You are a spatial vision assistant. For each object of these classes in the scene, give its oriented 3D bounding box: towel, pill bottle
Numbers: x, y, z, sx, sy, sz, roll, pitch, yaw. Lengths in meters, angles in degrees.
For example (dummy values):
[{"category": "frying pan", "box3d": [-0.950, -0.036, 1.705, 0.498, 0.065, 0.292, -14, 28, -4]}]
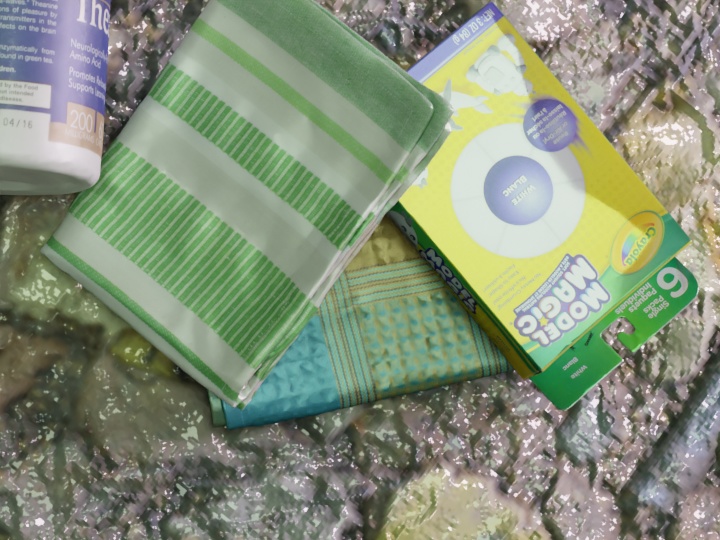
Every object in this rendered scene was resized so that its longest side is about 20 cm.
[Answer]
[{"category": "towel", "box3d": [-0.062, -0.047, 1.479, 0.152, 0.023, 0.200, 37, 97, 14]}, {"category": "towel", "box3d": [0.000, 0.000, 1.524, 0.200, 0.022, 0.147, -11, 85, -11]}, {"category": "pill bottle", "box3d": [-0.188, -0.145, 1.467, 0.111, 0.111, 0.200, 3, 83, -8]}]

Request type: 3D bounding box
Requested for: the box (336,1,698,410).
[{"category": "box", "box3d": [0.089, -0.033, 1.510, 0.117, 0.048, 0.200, -40, 92, -12]}]
